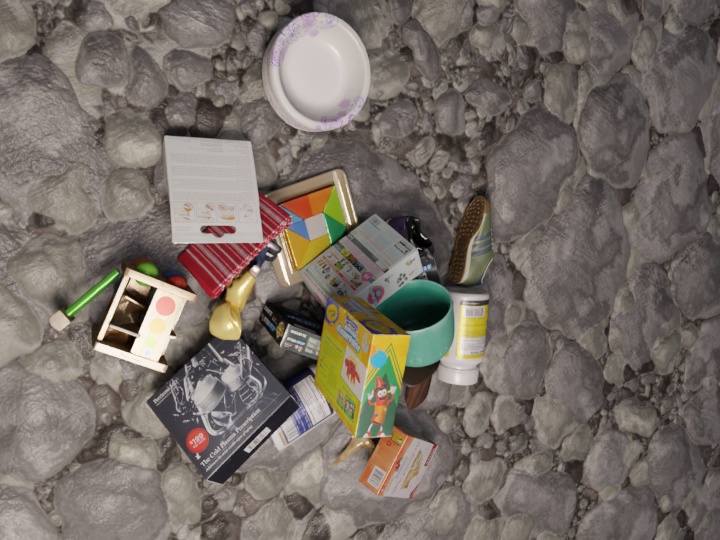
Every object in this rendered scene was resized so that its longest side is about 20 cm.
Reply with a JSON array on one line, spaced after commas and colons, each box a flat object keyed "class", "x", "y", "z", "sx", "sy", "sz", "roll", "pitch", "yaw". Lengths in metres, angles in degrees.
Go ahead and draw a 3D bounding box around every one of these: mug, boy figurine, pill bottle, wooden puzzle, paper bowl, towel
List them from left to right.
[{"class": "towel", "x": -0.229, "y": -0.054, "z": 1.068, "sx": 0.200, "sy": 0.144, "sz": 0.023, "roll": -46, "pitch": 142, "yaw": -12}, {"class": "boy figurine", "x": -0.210, "y": 0.031, "z": 1.071, "sx": 0.063, "sy": 0.124, "sz": 0.203, "roll": 28, "pitch": 57, "yaw": -13}, {"class": "pill bottle", "x": -0.107, "y": 0.259, "z": 1.184, "sx": 0.197, "sy": 0.111, "sz": 0.113, "roll": -30, "pitch": 109, "yaw": -19}, {"class": "wooden puzzle", "x": -0.095, "y": -0.085, "z": 1.178, "sx": 0.196, "sy": 0.037, "sz": 0.189, "roll": -22, "pitch": 107, "yaw": -21}, {"class": "paper bowl", "x": -0.087, "y": -0.363, "z": 1.102, "sx": 0.196, "sy": 0.104, "sz": 0.206, "roll": -4, "pitch": 99, "yaw": -25}, {"class": "mug", "x": 0.093, "y": 0.113, "z": 1.141, "sx": 0.180, "sy": 0.153, "sz": 0.116, "roll": -13, "pitch": 126, "yaw": -1}, {"class": "pill bottle", "x": 0.225, "y": 0.144, "z": 1.325, "sx": 0.112, "sy": 0.114, "sz": 0.206, "roll": 1, "pitch": 98, "yaw": -25}]

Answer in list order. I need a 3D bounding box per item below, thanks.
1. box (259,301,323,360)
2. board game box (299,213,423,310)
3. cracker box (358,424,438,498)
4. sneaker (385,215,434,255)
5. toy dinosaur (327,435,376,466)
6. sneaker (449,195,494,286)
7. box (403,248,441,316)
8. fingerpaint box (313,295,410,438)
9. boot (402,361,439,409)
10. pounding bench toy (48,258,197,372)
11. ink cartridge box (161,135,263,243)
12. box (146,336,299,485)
[{"class": "box", "x": -0.086, "y": 0.132, "z": 1.146, "sx": 0.197, "sy": 0.159, "sz": 0.047, "roll": 24, "pitch": 93, "yaw": -26}, {"class": "board game box", "x": 0.000, "y": 0.000, "z": 1.149, "sx": 0.198, "sy": 0.147, "sz": 0.065, "roll": -36, "pitch": 136, "yaw": -12}, {"class": "cracker box", "x": 0.088, "y": 0.417, "z": 1.282, "sx": 0.136, "sy": 0.057, "sz": 0.200, "roll": -61, "pitch": 148, "yaw": -6}, {"class": "sneaker", "x": 0.122, "y": -0.021, "z": 1.252, "sx": 0.076, "sy": 0.086, "sz": 0.203, "roll": -48, "pitch": 118, "yaw": -42}, {"class": "toy dinosaur", "x": 0.012, "y": 0.373, "z": 1.301, "sx": 0.101, "sy": 0.058, "sz": 0.200, "roll": 46, "pitch": 71, "yaw": -9}, {"class": "sneaker", "x": 0.269, "y": -0.059, "z": 1.347, "sx": 0.088, "sy": 0.067, "sz": 0.205, "roll": 16, "pitch": 91, "yaw": -34}, {"class": "box", "x": 0.074, "y": 0.065, "z": 1.227, "sx": 0.196, "sy": 0.050, "sz": 0.160, "roll": -21, "pitch": 121, "yaw": -3}, {"class": "fingerpaint box", "x": -0.002, "y": 0.153, "z": 0.988, "sx": 0.072, "sy": 0.199, "sz": 0.171, "roll": 5, "pitch": 102, "yaw": -25}, {"class": "boot", "x": 0.117, "y": 0.240, "z": 1.247, "sx": 0.186, "sy": 0.063, "sz": 0.203, "roll": -41, "pitch": 155, "yaw": -46}, {"class": "pounding bench toy", "x": -0.400, "y": 0.053, "z": 1.003, "sx": 0.197, "sy": 0.124, "sz": 0.159, "roll": 24, "pitch": 87, "yaw": -26}, {"class": "ink cartridge box", "x": -0.260, "y": -0.135, "z": 1.038, "sx": 0.158, "sy": 0.050, "sz": 0.205, "roll": -2, "pitch": 72, "yaw": -25}, {"class": "box", "x": -0.245, "y": 0.242, "z": 1.068, "sx": 0.200, "sy": 0.105, "sz": 0.182, "roll": -43, "pitch": 71, "yaw": -14}]
